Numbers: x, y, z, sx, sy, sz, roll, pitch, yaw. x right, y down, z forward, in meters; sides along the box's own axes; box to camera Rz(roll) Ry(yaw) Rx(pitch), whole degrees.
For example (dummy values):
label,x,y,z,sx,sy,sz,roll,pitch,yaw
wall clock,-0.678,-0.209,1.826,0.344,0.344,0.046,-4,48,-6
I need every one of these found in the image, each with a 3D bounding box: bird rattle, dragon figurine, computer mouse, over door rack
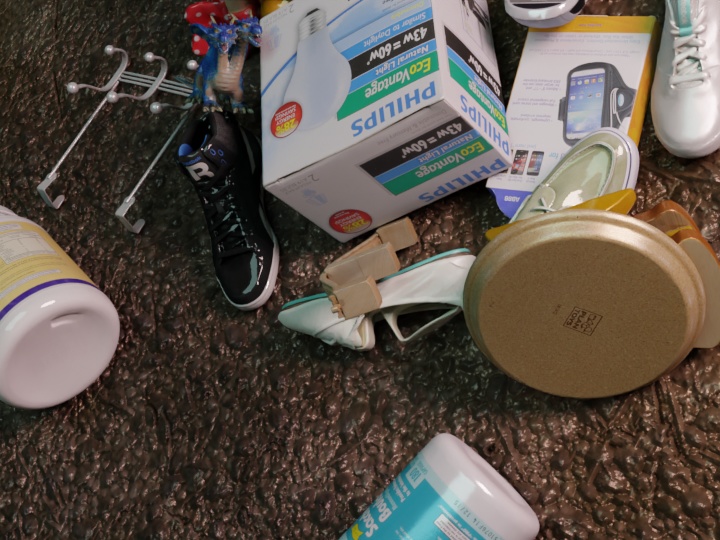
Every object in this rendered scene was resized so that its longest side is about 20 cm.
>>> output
label,x,y,z,sx,sy,sz,roll,pitch,yaw
bird rattle,-0.098,-0.268,1.164,0.163,0.200,0.113,27,56,0
dragon figurine,-0.139,-0.212,1.124,0.200,0.059,0.100,-138,52,-66
computer mouse,0.184,-0.276,1.048,0.109,0.044,0.200,7,49,25
over door rack,-0.269,-0.154,1.256,0.147,0.067,0.201,17,78,34

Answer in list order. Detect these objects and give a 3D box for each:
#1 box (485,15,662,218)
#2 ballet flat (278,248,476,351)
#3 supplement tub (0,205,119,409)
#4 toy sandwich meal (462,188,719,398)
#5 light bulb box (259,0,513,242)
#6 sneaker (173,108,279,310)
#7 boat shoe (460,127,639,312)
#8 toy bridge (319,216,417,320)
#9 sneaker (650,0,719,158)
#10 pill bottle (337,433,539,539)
label,x,y,z,sx,sy,sz,roll,pitch,yaw
box,0.189,-0.131,1.014,0.119,0.041,0.201,9,76,31
ballet flat,0.017,0.038,1.023,0.199,0.069,0.070,-18,62,20
supplement tub,-0.357,0.032,1.176,0.146,0.145,0.200,-50,55,1
toy sandwich meal,0.180,0.016,0.890,0.204,0.206,0.070,-15,33,23
light bulb box,0.018,-0.166,1.048,0.198,0.125,0.201,-23,54,28
sneaker,-0.141,-0.066,1.119,0.073,0.112,0.201,-19,61,22
boat shoe,0.157,-0.031,0.939,0.072,0.062,0.200,39,103,25
toy bridge,0.000,0.000,0.980,0.067,0.200,0.027,-20,102,18
sneaker,0.279,-0.197,0.961,0.075,0.088,0.201,1,70,27
pill bottle,0.037,0.234,0.894,0.200,0.111,0.111,-47,55,2
